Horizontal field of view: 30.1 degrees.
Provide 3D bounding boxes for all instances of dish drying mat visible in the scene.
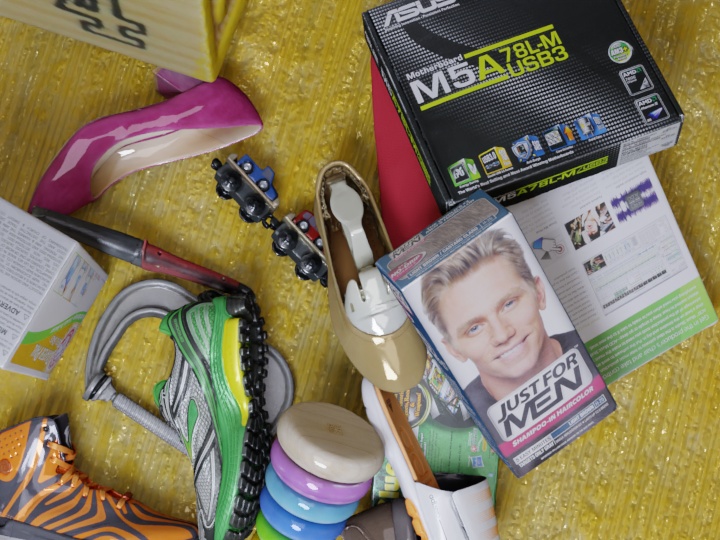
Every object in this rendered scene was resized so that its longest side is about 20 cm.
[{"bbox_3d":[0.048,-0.100,1.106,0.076,0.018,0.202,-13,73,25],"label":"dish drying mat"}]

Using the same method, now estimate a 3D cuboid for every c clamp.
[{"bbox_3d":[-0.146,0.111,1.087,0.200,0.027,0.171,39,82,2],"label":"c clamp"}]

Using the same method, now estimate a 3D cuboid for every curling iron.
[{"bbox_3d":[-0.171,-0.008,1.077,0.199,0.050,0.026,27,112,-13],"label":"curling iron"}]

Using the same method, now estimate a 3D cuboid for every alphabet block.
[{"bbox_3d":[-0.180,-0.293,1.040,0.199,0.197,0.197,17,73,3],"label":"alphabet block"}]

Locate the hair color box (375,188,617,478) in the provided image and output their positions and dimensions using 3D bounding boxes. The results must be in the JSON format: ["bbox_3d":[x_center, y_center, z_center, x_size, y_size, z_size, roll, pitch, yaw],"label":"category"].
[{"bbox_3d":[0.105,0.050,1.010,0.100,0.061,0.201,-35,117,-4],"label":"hair color box"}]

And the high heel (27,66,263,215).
[{"bbox_3d":[-0.176,-0.089,1.095,0.096,0.067,0.200,41,68,13],"label":"high heel"}]

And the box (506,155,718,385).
[{"bbox_3d":[0.191,-0.012,1.092,0.144,0.036,0.201,-28,102,-9],"label":"box"}]

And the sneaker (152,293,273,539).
[{"bbox_3d":[-0.116,0.122,1.052,0.085,0.078,0.202,-5,82,15],"label":"sneaker"}]

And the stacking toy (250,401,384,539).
[{"bbox_3d":[-0.054,0.203,1.025,0.085,0.085,0.201,23,112,0],"label":"stacking toy"}]

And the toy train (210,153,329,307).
[{"bbox_3d":[-0.047,-0.025,1.108,0.200,0.034,0.046,45,70,0],"label":"toy train"}]

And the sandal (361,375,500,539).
[{"bbox_3d":[0.066,0.166,1.035,0.059,0.079,0.208,-26,90,14],"label":"sandal"}]

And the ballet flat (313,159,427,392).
[{"bbox_3d":[0.000,0.000,1.047,0.068,0.063,0.201,-18,60,-5],"label":"ballet flat"}]

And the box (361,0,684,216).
[{"bbox_3d":[0.125,-0.153,1.059,0.199,0.048,0.194,-19,67,-4],"label":"box"}]

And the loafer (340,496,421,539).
[{"bbox_3d":[0.017,0.280,1.055,0.070,0.073,0.202,-4,85,7],"label":"loafer"}]

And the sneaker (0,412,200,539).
[{"bbox_3d":[-0.219,0.170,1.049,0.198,0.078,0.113,6,83,-3],"label":"sneaker"}]

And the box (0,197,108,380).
[{"bbox_3d":[-0.270,0.009,1.006,0.112,0.200,0.102,30,82,-1],"label":"box"}]

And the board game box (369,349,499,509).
[{"bbox_3d":[0.065,0.111,1.088,0.104,0.023,0.202,5,91,-4],"label":"board game box"}]
